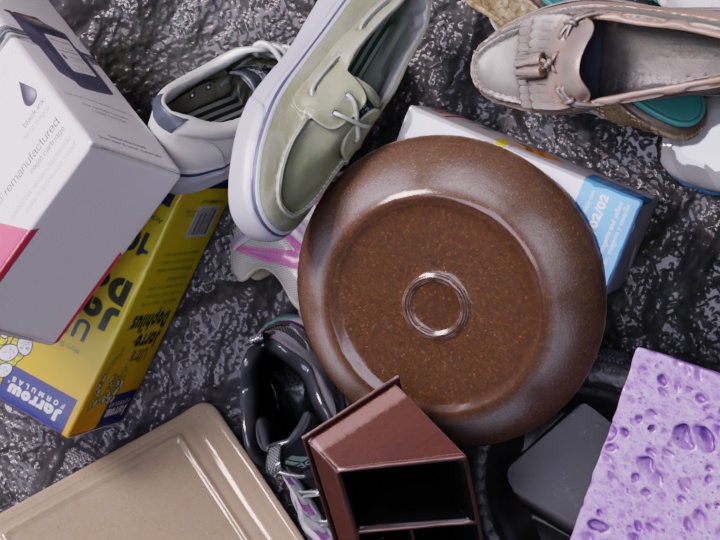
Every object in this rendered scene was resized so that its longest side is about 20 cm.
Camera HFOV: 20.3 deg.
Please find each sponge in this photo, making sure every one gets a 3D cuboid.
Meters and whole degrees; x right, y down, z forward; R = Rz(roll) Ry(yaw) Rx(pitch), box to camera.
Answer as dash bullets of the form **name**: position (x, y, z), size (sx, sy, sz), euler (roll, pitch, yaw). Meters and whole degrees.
- **sponge**: position (0.189, 0.157, 1.221), size (0.111, 0.030, 0.201), euler (20, 95, 15)

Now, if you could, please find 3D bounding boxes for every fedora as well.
- **fedora**: position (0.161, 0.143, 1.294), size (0.200, 0.092, 0.201), euler (0, 90, 15)

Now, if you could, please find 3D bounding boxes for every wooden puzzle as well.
- **wooden puzzle**: position (-0.140, 0.208, 1.344), size (0.200, 0.037, 0.185), euler (-30, 67, -15)

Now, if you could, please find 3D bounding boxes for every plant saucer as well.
- **plant saucer**: position (0.050, 0.018, 1.234), size (0.200, 0.037, 0.201), euler (4, 106, 16)

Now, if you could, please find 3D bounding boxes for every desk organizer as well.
- **desk organizer**: position (0.031, 0.168, 1.251), size (0.072, 0.200, 0.077), euler (-32, 49, -16)

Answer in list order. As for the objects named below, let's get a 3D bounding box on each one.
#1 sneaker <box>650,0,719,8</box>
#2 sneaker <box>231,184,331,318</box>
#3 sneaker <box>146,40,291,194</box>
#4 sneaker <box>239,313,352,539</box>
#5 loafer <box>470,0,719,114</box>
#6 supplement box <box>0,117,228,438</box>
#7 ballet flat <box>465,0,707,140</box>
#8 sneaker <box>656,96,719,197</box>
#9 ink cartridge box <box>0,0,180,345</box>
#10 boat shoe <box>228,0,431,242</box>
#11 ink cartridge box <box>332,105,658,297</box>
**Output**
- **sneaker**: position (0.208, -0.186, 1.284), size (0.088, 0.075, 0.201), euler (-20, 73, 28)
- **sneaker**: position (0.000, 0.000, 1.336), size (0.200, 0.081, 0.088), euler (23, 99, 19)
- **sneaker**: position (-0.053, -0.114, 1.289), size (0.073, 0.200, 0.071), euler (45, 145, 18)
- **sneaker**: position (-0.032, 0.129, 1.311), size (0.078, 0.140, 0.200), euler (-26, 88, 11)
- **loafer**: position (0.155, -0.131, 1.223), size (0.199, 0.063, 0.072), euler (-1, 97, 25)
- **supplement box**: position (-0.182, -0.004, 1.357), size (0.109, 0.110, 0.200), euler (27, 98, 11)
- **ballet flat**: position (0.141, -0.146, 1.306), size (0.200, 0.070, 0.065), euler (47, 143, 14)
- **sneaker**: position (0.284, -0.081, 1.261), size (0.199, 0.087, 0.075), euler (0, 94, 14)
- **ink cartridge box**: position (-0.223, -0.076, 1.259), size (0.145, 0.084, 0.200), euler (-52, 53, 17)
- **boat shoe**: position (-0.019, -0.106, 1.237), size (0.062, 0.072, 0.200), euler (1, 57, 39)
- **ink cartridge box**: position (0.083, -0.054, 1.291), size (0.200, 0.115, 0.068), euler (23, 97, 11)
